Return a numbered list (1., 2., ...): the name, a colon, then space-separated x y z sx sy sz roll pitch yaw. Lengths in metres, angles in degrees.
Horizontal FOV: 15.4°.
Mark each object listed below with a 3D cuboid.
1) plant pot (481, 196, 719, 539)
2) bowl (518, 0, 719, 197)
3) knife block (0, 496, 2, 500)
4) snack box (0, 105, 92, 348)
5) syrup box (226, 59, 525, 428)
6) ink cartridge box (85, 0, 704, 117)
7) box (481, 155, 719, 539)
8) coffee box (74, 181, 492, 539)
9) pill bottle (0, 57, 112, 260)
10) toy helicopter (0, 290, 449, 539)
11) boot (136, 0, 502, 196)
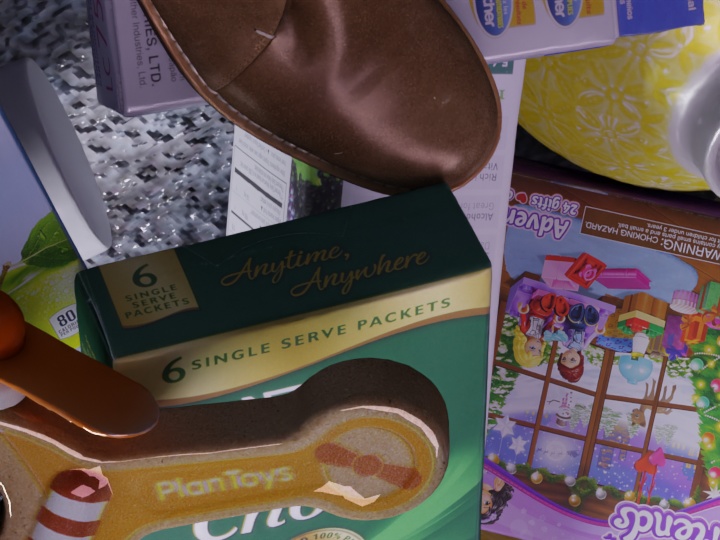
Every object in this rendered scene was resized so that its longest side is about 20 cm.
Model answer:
1. plant pot: 0.195 0.119 1.117 0.194 0.199 0.196 -49 147 -12
2. bowl: 0.140 -0.089 0.947 0.199 0.108 0.201 -14 144 -10
3. knife block: -0.081 0.174 1.135 0.064 0.201 0.176 -26 175 10
4. snack box: -0.191 -0.004 0.751 0.199 0.068 0.169 -30 138 -7
5. syrup box: 0.000 0.000 0.928 0.078 0.081 0.202 0 105 -22
6. ink cartridge box: 0.009 -0.122 0.836 0.198 0.042 0.120 -9 102 -15
7. box: 0.095 0.037 1.002 0.198 0.039 0.138 12 102 5
8. coffee box: -0.023 0.070 0.843 0.122 0.044 0.201 -12 134 -15
9. pill bottle: -0.187 0.000 0.890 0.199 0.111 0.111 -24 146 4
10. toy helicopter: -0.075 0.049 0.738 0.198 0.079 0.133 -9 124 3
11. boot: -0.027 -0.089 0.771 0.200 0.075 0.074 43 81 -21
